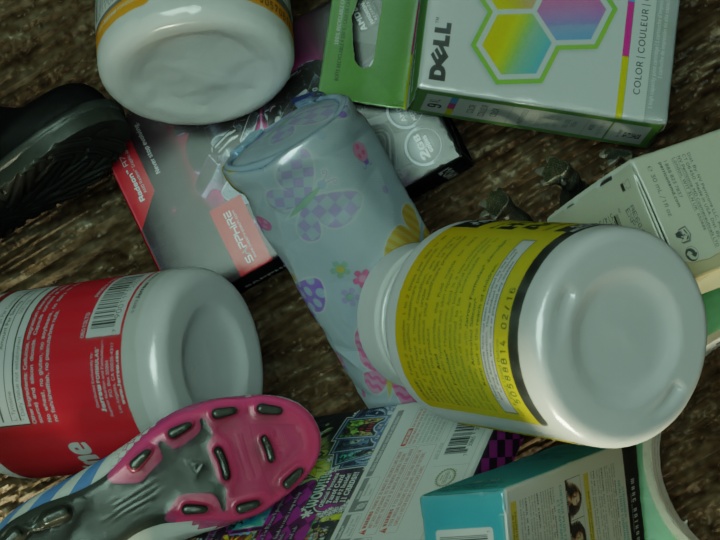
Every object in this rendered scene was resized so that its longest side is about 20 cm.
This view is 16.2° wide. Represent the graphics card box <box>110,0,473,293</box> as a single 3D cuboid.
[{"bbox_3d":[-0.046,-0.072,1.515,0.199,0.051,0.126,-27,79,8],"label":"graphics card box"}]

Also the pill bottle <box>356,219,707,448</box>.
[{"bbox_3d":[0.081,0.029,1.325,0.111,0.200,0.112,-1,93,-31],"label":"pill bottle"}]

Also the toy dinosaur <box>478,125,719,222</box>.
[{"bbox_3d":[0.131,-0.017,1.459,0.200,0.102,0.077,-46,49,-10],"label":"toy dinosaur"}]

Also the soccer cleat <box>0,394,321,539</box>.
[{"bbox_3d":[-0.118,0.121,1.386,0.199,0.086,0.070,-25,94,-9],"label":"soccer cleat"}]

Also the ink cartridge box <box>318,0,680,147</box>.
[{"bbox_3d":[0.081,-0.141,1.456,0.198,0.059,0.105,9,78,-2],"label":"ink cartridge box"}]

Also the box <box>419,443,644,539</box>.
[{"bbox_3d":[0.096,0.143,1.343,0.049,0.200,0.083,-6,91,25],"label":"box"}]

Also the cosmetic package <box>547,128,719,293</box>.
[{"bbox_3d":[0.214,-0.039,1.377,0.199,0.103,0.074,-18,81,-27],"label":"cosmetic package"}]

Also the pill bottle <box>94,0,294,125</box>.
[{"bbox_3d":[-0.100,-0.196,1.480,0.115,0.117,0.201,-11,59,11],"label":"pill bottle"}]

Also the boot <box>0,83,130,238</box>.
[{"bbox_3d":[-0.240,-0.103,1.516,0.210,0.079,0.159,-29,79,36],"label":"boot"}]

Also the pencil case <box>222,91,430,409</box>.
[{"bbox_3d":[0.000,0.000,1.446,0.090,0.083,0.201,-22,108,33],"label":"pencil case"}]

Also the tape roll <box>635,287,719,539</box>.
[{"bbox_3d":[0.237,0.103,1.437,0.199,0.048,0.202,-1,85,12],"label":"tape roll"}]

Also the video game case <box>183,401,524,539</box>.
[{"bbox_3d":[-0.020,0.147,1.366,0.180,0.200,0.036,-10,120,27],"label":"video game case"}]

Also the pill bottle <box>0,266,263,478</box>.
[{"bbox_3d":[-0.166,0.063,1.481,0.199,0.112,0.113,-8,83,31],"label":"pill bottle"}]
